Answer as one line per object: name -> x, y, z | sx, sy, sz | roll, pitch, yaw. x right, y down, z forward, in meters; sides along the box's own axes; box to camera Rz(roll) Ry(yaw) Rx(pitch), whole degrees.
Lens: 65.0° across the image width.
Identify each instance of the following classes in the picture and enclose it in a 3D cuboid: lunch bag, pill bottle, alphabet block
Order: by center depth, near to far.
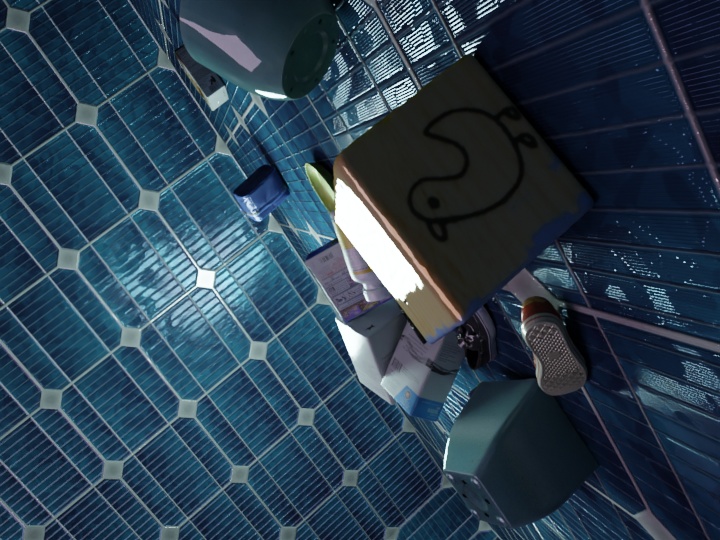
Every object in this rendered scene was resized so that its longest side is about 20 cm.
alphabet block -> 0.098, -0.066, 0.632 | 0.202, 0.194, 0.197 | 50, 168, 9
pill bottle -> 0.016, -0.046, 1.187 | 0.206, 0.109, 0.112 | 70, 166, -13
lunch bag -> -0.365, -0.275, 2.092 | 0.135, 0.200, 0.134 | 29, 158, 53

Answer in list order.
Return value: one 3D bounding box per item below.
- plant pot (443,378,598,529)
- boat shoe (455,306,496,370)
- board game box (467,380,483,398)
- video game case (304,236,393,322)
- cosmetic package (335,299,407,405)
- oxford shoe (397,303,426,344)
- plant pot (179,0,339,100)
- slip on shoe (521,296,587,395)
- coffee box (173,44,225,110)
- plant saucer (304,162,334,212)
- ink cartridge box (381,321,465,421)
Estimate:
plant pot -> 0.268, 0.346, 1.035 | 0.199, 0.199, 0.195 | 53, 153, -4
boat shoe -> 0.212, 0.125, 1.073 | 0.070, 0.066, 0.202 | 45, 167, 37
board game box -> 0.345, 0.368, 1.289 | 0.168, 0.056, 0.199 | 58, 169, -27
video game case -> 0.000, 0.000, 1.306 | 0.184, 0.196, 0.046 | 57, -161, -19
cosmetic package -> 0.066, 0.179, 1.397 | 0.163, 0.162, 0.205 | 21, 137, 56
oxford shoe -> 0.131, 0.083, 1.201 | 0.073, 0.084, 0.200 | 52, -178, -24
plant pot -> -0.124, -0.340, 0.793 | 0.159, 0.202, 0.201 | 37, 166, 13
slip on shoe -> 0.270, 0.111, 0.795 | 0.202, 0.072, 0.062 | 55, -154, -37
coffee box -> -0.554, -0.680, 1.976 | 0.202, 0.079, 0.113 | 54, 171, 3
plant saucer -> -0.075, -0.198, 1.463 | 0.202, 0.031, 0.201 | 52, 170, 12
ink cartridge box -> 0.143, 0.201, 1.252 | 0.082, 0.206, 0.145 | 19, -172, -29
